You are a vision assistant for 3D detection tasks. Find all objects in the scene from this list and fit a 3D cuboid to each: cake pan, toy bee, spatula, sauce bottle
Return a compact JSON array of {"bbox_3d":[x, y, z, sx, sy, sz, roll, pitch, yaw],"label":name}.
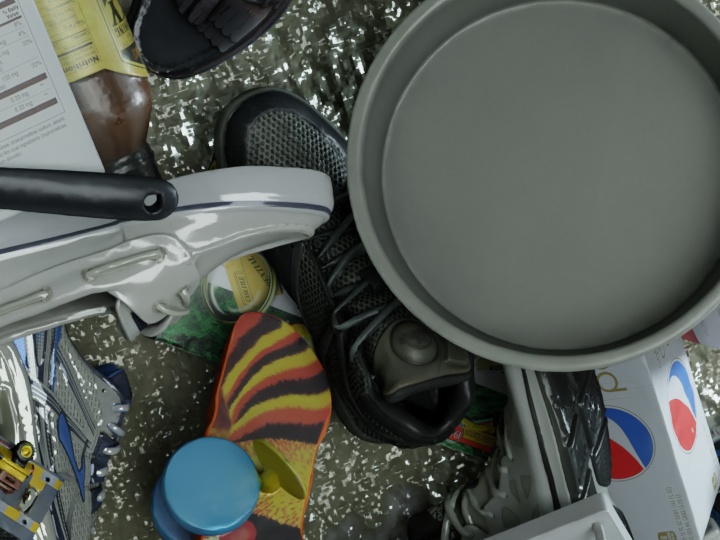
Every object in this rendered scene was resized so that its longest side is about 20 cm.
[{"bbox_3d":[0.094,-0.049,1.171,0.200,0.037,0.201,-1,79,4],"label":"cake pan"},{"bbox_3d":[-0.054,0.129,1.212,0.109,0.131,0.200,26,92,-4],"label":"toy bee"},{"bbox_3d":[-0.171,-0.034,1.046,0.200,0.021,0.057,1,110,-25],"label":"spatula"},{"bbox_3d":[-0.140,-0.104,1.195,0.065,0.065,0.200,-26,107,-17],"label":"sauce bottle"}]

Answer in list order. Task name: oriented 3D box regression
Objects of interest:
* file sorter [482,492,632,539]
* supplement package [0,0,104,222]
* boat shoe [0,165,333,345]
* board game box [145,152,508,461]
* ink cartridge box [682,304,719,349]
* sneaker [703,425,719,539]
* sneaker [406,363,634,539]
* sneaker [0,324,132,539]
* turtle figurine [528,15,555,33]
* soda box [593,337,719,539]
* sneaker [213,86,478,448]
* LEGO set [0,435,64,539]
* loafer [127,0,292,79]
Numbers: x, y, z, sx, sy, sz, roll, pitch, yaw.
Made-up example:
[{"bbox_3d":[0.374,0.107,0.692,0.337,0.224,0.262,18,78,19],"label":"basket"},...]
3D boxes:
[{"bbox_3d":[0.063,0.229,1.210,0.200,0.125,0.139,-24,127,12],"label":"file sorter"},{"bbox_3d":[-0.236,-0.109,1.105,0.151,0.152,0.200,-27,106,-17],"label":"supplement package"},{"bbox_3d":[-0.106,-0.001,1.146,0.200,0.072,0.066,-10,78,-12],"label":"boat shoe"},{"bbox_3d":[-0.003,0.020,1.287,0.200,0.023,0.105,21,90,-23],"label":"board game box"},{"bbox_3d":[0.206,-0.018,1.269,0.067,0.200,0.117,-32,107,-15],"label":"ink cartridge box"},{"bbox_3d":[0.188,0.166,1.364,0.200,0.075,0.087,-46,124,-8],"label":"sneaker"},{"bbox_3d":[0.069,0.114,1.263,0.115,0.076,0.201,-4,121,20],"label":"sneaker"},{"bbox_3d":[-0.145,0.083,1.209,0.085,0.077,0.200,-18,103,-23],"label":"sneaker"},{"bbox_3d":[0.108,-0.222,1.238,0.200,0.144,0.194,-11,104,-17],"label":"turtle figurine"},{"bbox_3d":[0.129,0.047,1.291,0.064,0.068,0.200,-9,115,24],"label":"soda box"},{"bbox_3d":[0.000,0.000,1.213,0.076,0.114,0.200,-28,104,-19],"label":"sneaker"},{"bbox_3d":[-0.229,0.118,1.113,0.154,0.200,0.116,39,67,-30],"label":"LEGO set"},{"bbox_3d":[-0.042,-0.168,1.191,0.200,0.063,0.072,-43,93,12],"label":"loafer"}]
